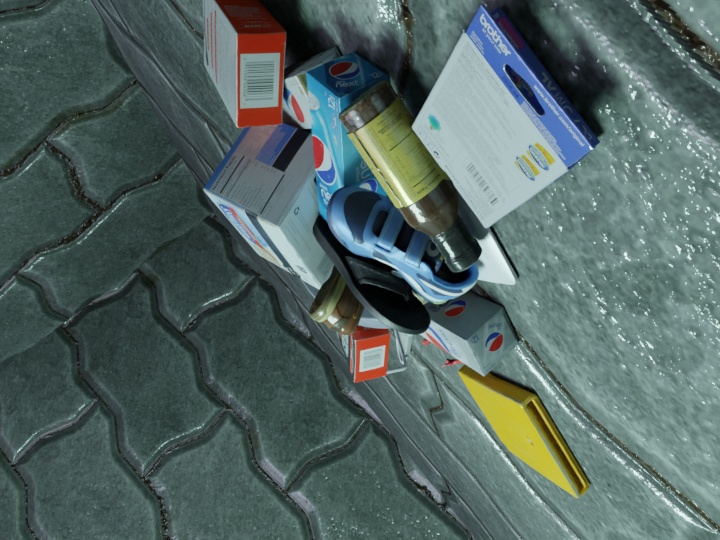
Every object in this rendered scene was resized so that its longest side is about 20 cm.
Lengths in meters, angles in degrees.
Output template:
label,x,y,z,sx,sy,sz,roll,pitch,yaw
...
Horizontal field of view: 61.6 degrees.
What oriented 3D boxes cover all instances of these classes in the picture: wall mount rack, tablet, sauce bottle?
label,x,y,z,sx,sy,sz,roll,pitch,yaw
wall mount rack,0.042,0.068,1.041,0.203,0.072,0.176,94,165,-44
tablet,0.096,-0.072,0.683,0.202,0.014,0.130,58,167,-14
sauce bottle,0.055,-0.088,0.608,0.202,0.064,0.064,55,167,-18

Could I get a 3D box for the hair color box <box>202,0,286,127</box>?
label,x,y,z,sx,sy,sz,roll,pitch,yaw
hair color box,-0.150,-0.276,0.760,0.201,0.062,0.113,-123,32,-44

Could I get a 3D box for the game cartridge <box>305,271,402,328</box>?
label,x,y,z,sx,sy,sz,roll,pitch,yaw
game cartridge,-0.001,0.009,0.913,0.198,0.135,0.041,20,164,48

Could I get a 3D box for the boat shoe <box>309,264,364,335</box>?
label,x,y,z,sx,sy,sz,roll,pitch,yaw
boat shoe,0.000,0.000,0.844,0.067,0.203,0.072,36,150,-14

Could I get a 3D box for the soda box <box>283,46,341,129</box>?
label,x,y,z,sx,sy,sz,roll,pitch,yaw
soda box,-0.072,-0.226,0.774,0.069,0.063,0.199,58,167,-22

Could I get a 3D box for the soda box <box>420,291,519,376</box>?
label,x,y,z,sx,sy,sz,roll,pitch,yaw
soda box,0.123,0.065,0.826,0.064,0.068,0.199,58,166,-25

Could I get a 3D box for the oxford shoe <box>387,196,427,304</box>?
label,x,y,z,sx,sy,sz,roll,pitch,yaw
oxford shoe,0.040,-0.044,0.796,0.201,0.074,0.071,51,-175,18

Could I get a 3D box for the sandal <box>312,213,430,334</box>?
label,x,y,z,sx,sy,sz,roll,pitch,yaw
sandal,0.014,-0.004,0.744,0.201,0.075,0.048,48,133,16

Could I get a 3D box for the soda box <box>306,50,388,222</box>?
label,x,y,z,sx,sy,sz,roll,pitch,yaw
soda box,-0.012,-0.136,0.695,0.064,0.067,0.203,43,152,33

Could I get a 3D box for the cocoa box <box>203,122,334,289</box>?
label,x,y,z,sx,sy,sz,roll,pitch,yaw
cocoa box,-0.097,-0.091,0.838,0.129,0.135,0.201,25,164,23

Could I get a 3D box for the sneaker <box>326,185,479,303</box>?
label,x,y,z,sx,sy,sz,roll,pitch,yaw
sneaker,0.053,-0.034,0.678,0.197,0.075,0.082,31,164,-21

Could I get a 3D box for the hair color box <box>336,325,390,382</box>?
label,x,y,z,sx,sy,sz,roll,pitch,yaw
hair color box,-0.011,0.069,0.993,0.202,0.060,0.103,-113,18,-45

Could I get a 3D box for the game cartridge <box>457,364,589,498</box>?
label,x,y,z,sx,sy,sz,roll,pitch,yaw
game cartridge,0.244,0.237,0.932,0.178,0.032,0.200,57,170,-14

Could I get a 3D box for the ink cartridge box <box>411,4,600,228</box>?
label,x,y,z,sx,sy,sz,roll,pitch,yaw
ink cartridge box,0.107,-0.113,0.472,0.120,0.042,0.200,54,170,3

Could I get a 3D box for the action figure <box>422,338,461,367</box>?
label,x,y,z,sx,sy,sz,roll,pitch,yaw
action figure,0.140,0.113,0.944,0.066,0.051,0.199,61,164,-14

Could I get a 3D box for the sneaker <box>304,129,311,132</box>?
label,x,y,z,sx,sy,sz,roll,pitch,yaw
sneaker,-0.084,-0.174,0.925,0.096,0.079,0.199,54,168,-16
